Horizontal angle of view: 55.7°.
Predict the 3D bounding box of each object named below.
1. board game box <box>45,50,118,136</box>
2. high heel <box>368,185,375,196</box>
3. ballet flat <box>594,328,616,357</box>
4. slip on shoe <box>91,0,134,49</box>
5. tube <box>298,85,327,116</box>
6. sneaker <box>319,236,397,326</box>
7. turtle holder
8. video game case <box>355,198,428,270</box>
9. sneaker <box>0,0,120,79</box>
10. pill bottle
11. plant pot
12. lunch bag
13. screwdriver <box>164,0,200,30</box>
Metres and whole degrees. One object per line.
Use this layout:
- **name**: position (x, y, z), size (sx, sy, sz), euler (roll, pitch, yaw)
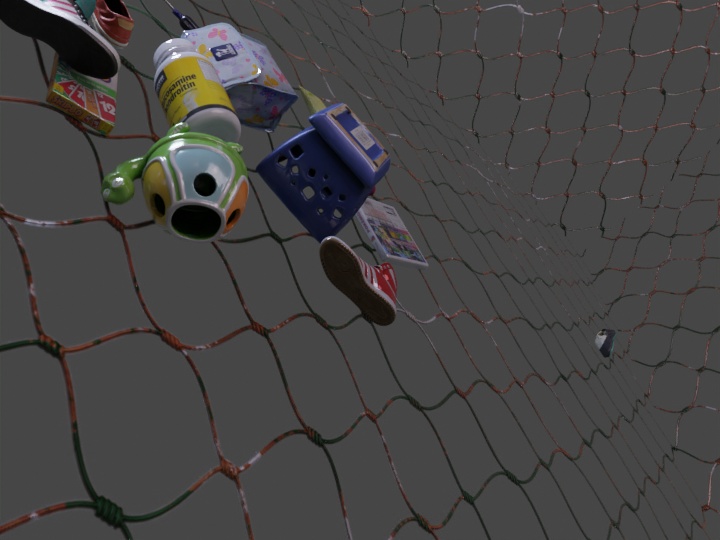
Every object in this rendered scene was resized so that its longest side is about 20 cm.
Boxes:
- **board game box**: position (-0.411, -0.289, 1.020), size (0.095, 0.030, 0.203), euler (30, 28, -38)
- **high heel**: position (-0.050, -0.239, 1.520), size (0.200, 0.067, 0.096), euler (47, 13, 12)
- **ballet flat**: position (0.903, 0.264, 2.525), size (0.074, 0.073, 0.199), euler (50, 29, 4)
- **slip on shoe**: position (-0.446, -0.474, 1.183), size (0.073, 0.061, 0.202), euler (3, 50, -57)
- **tube**: position (-0.101, -0.392, 1.701), size (0.059, 0.051, 0.202), euler (84, -15, -49)
- **sneaker**: position (0.000, 0.000, 1.273), size (0.201, 0.070, 0.113), euler (50, 26, -19)
- **turtle holder**: position (-0.239, -0.116, 0.928), size (0.184, 0.140, 0.134), euler (33, 29, -36)
- **video game case**: position (0.064, -0.087, 1.580), size (0.198, 0.023, 0.185), euler (11, 44, -57)
- **sneaker**: position (-0.413, -0.362, 0.995), size (0.197, 0.084, 0.122), euler (32, 44, -1)
- **pill bottle**: position (-0.281, -0.289, 1.143), size (0.111, 0.112, 0.203), euler (14, 42, -53)
- **plant pot**: position (-0.056, -0.203, 1.335), size (0.200, 0.179, 0.200), euler (46, 24, -4)
- **lunch bag**: position (-0.243, -0.384, 1.339), size (0.197, 0.127, 0.172), euler (4, 47, -50)
- **screwdriver**: position (-0.405, -0.555, 1.428), size (0.199, 0.029, 0.028), euler (41, 25, -12)
